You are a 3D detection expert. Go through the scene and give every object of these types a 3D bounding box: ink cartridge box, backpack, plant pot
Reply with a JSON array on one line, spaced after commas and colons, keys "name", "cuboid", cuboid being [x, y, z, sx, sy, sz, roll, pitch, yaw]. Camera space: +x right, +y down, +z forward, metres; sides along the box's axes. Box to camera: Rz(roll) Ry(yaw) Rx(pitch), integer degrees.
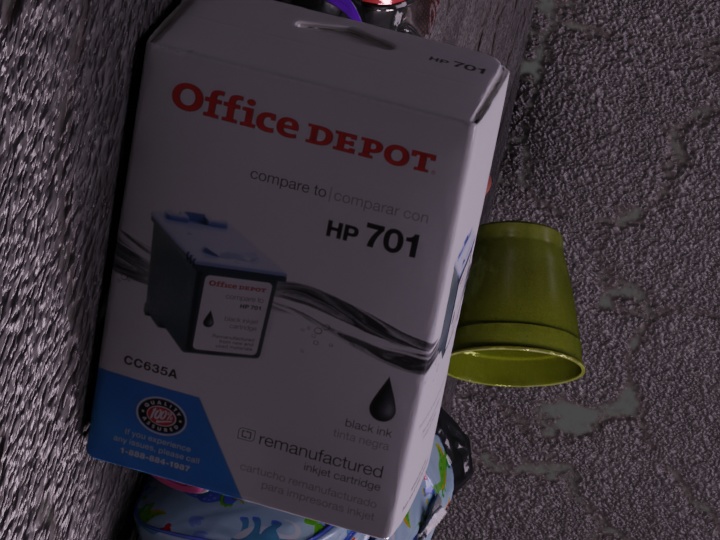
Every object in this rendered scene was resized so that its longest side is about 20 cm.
[{"name": "ink cartridge box", "cuboid": [-0.029, -0.003, 0.998, 0.086, 0.146, 0.200, -59, 162, -63]}, {"name": "backpack", "cuboid": [-0.045, 0.134, 1.218, 0.154, 0.163, 0.200, 82, 28, -52]}, {"name": "plant pot", "cuboid": [0.207, 0.041, 3.117, 0.200, 0.200, 0.193, 84, 9, -72]}]

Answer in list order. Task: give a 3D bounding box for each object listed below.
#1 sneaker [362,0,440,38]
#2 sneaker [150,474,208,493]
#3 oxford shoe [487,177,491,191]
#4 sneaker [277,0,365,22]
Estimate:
[{"name": "sneaker", "cuboid": [0.018, -0.173, 1.390, 0.200, 0.071, 0.098, -58, 161, -64]}, {"name": "sneaker", "cuboid": [-0.059, 0.005, 1.104, 0.087, 0.074, 0.200, -63, 170, -65]}, {"name": "oxford shoe", "cuboid": [0.069, -0.075, 2.181, 0.200, 0.070, 0.075, -63, 139, -59]}, {"name": "sneaker", "cuboid": [-0.025, -0.078, 1.230, 0.100, 0.069, 0.200, -73, 174, -47]}]
